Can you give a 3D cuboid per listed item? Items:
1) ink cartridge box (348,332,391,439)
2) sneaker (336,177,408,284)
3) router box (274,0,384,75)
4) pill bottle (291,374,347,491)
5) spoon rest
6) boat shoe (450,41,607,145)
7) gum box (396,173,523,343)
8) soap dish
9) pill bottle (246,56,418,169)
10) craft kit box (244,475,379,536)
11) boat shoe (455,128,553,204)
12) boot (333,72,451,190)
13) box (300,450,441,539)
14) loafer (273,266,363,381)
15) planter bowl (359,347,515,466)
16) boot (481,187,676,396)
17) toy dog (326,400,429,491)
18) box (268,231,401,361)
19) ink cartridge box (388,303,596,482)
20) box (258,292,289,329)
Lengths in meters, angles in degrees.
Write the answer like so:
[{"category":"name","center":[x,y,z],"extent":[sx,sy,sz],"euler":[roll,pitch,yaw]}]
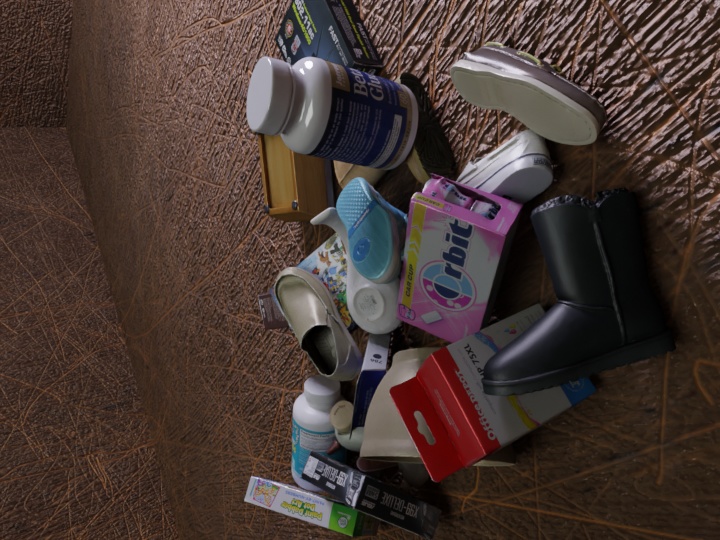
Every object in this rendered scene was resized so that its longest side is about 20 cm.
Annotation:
[{"category":"ink cartridge box","center":[0.020,0.154,0.806],"extent":[0.038,0.201,0.102],"euler":[10,115,5]},{"category":"sneaker","center":[0.045,-0.038,0.734],"extent":[0.079,0.129,0.202],"euler":[-43,37,22]},{"category":"router box","center":[-0.057,-0.353,0.862],"extent":[0.150,0.061,0.203],"euler":[-43,64,48]},{"category":"pill bottle","center":[-0.076,0.307,1.023],"extent":[0.110,0.109,0.205],"euler":[26,119,47]},{"category":"spoon rest","center":[0.000,0.000,0.796],"extent":[0.098,0.060,0.203],"euler":[-28,93,26]},{"category":"boat shoe","center":[0.182,-0.197,0.574],"extent":[0.200,0.059,0.072],"euler":[42,170,43]},{"category":"gum box","center":[0.113,-0.009,0.644],"extent":[0.112,0.066,0.203],"euler":[23,136,20]},{"category":"soap dish","center":[-0.123,-0.192,0.980],"extent":[0.156,0.080,0.205],"euler":[4,101,53]},{"category":"pill bottle","center":[-0.034,-0.195,0.660],"extent":[0.110,0.196,0.114],"euler":[-7,81,56]},{"category":"craft kit box","center":[-0.075,0.413,0.932],"extent":[0.193,0.201,0.050],"euler":[6,66,17]},{"category":"boat shoe","center":[0.150,-0.101,0.655],"extent":[0.200,0.070,0.071],"euler":[-40,40,55]},{"category":"boot","center":[0.039,-0.158,0.787],"extent":[0.199,0.065,0.179],"euler":[-38,56,50]},{"category":"box","center":[0.011,0.360,0.868],"extent":[0.199,0.156,0.051],"euler":[-11,50,60]},{"category":"loafer","center":[-0.069,0.079,0.812],"extent":[0.076,0.068,0.201],"euler":[-42,76,16]},{"category":"planter bowl","center":[0.100,0.179,0.703],"extent":[0.199,0.197,0.138],"euler":[-26,54,53]},{"category":"boot","center":[0.195,0.019,0.533],"extent":[0.076,0.196,0.172],"euler":[33,-139,-84]},{"category":"toy dog","center":[0.013,0.305,0.897],"extent":[0.097,0.132,0.199],"euler":[-54,34,-8]},{"category":"box","center":[-0.037,0.030,0.857],"extent":[0.199,0.038,0.138],"euler":[-38,77,17]},{"category":"ink cartridge box","center":[0.143,0.132,0.594],"extent":[0.118,0.196,0.068],"euler":[60,157,22]},{"category":"box","center":[-0.104,0.063,1.007],"extent":[0.198,0.099,0.077],"euler":[-15,87,55]}]
